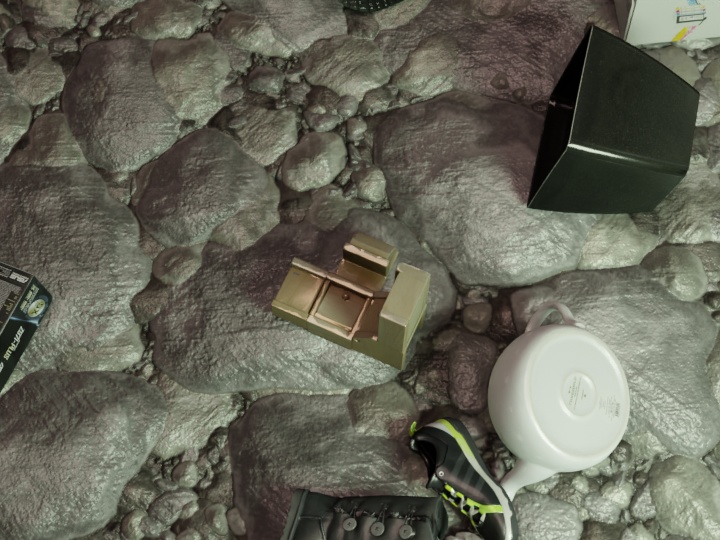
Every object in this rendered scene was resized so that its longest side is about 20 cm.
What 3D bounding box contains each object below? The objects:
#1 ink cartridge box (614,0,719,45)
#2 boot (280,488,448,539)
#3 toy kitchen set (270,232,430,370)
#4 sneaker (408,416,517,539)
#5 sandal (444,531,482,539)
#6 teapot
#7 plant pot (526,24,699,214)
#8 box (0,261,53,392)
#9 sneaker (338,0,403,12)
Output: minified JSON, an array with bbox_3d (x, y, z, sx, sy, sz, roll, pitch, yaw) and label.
[{"bbox_3d":[0.493,-0.448,1.606,0.200,0.145,0.147,-5,65,2],"label":"ink cartridge box"},{"bbox_3d":[0.000,0.356,1.313,0.200,0.066,0.165,3,61,15],"label":"boot"},{"bbox_3d":[0.000,0.000,1.427,0.200,0.181,0.163,22,69,9],"label":"toy kitchen set"},{"bbox_3d":[0.121,0.277,1.348,0.083,0.072,0.200,-11,52,-28],"label":"sneaker"},{"bbox_3d":[0.068,0.393,1.317,0.202,0.082,0.050,-23,109,-6],"label":"sandal"},{"bbox_3d":[0.236,0.163,1.363,0.200,0.146,0.198,-28,92,-30],"label":"teapot"},{"bbox_3d":[0.359,-0.187,1.487,0.177,0.200,0.200,17,68,-2],"label":"plant pot"},{"bbox_3d":[-0.568,0.059,1.498,0.200,0.086,0.164,19,69,13],"label":"box"},{"bbox_3d":[0.049,-0.480,1.708,0.200,0.076,0.088,-15,51,-6],"label":"sneaker"}]
